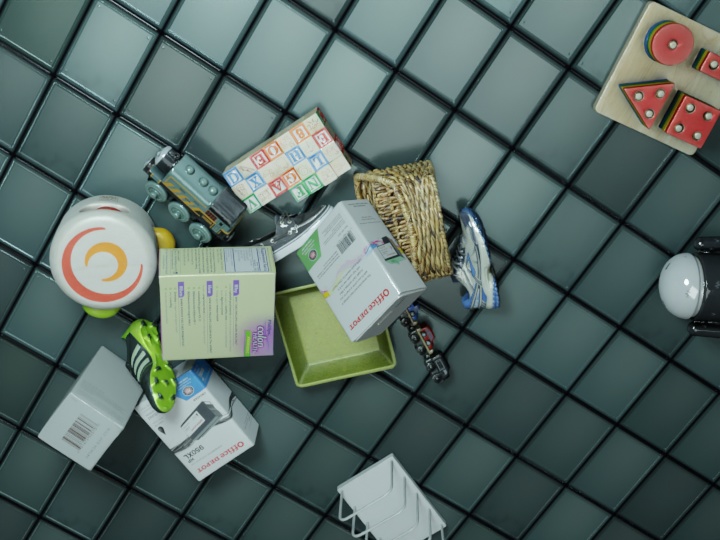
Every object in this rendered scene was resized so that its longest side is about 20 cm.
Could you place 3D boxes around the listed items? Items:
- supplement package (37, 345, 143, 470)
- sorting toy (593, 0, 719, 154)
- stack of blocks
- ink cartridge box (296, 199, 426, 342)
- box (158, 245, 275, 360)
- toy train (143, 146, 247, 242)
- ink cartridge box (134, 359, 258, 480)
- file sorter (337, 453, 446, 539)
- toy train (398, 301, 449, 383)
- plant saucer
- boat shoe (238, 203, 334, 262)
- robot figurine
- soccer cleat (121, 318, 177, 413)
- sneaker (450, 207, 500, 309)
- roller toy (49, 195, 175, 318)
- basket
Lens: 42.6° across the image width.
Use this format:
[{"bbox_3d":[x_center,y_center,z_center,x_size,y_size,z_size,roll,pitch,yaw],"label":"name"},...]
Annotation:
[{"bbox_3d":[-0.491,0.252,1.719,0.117,0.200,0.117,36,107,-11],"label":"supplement package"},{"bbox_3d":[0.532,-0.319,1.562,0.198,0.070,0.201,23,109,-7],"label":"sorting toy"},{"bbox_3d":[-0.127,-0.182,1.629,0.199,0.059,0.116,-31,107,11],"label":"stack of blocks"},{"bbox_3d":[0.000,0.000,1.600,0.145,0.084,0.201,-47,67,34],"label":"ink cartridge box"},{"bbox_3d":[-0.253,0.057,1.632,0.198,0.097,0.177,-2,121,-10],"label":"box"},{"bbox_3d":[-0.289,-0.133,1.617,0.200,0.085,0.114,44,143,-12],"label":"toy train"},{"bbox_3d":[-0.314,0.284,1.790,0.144,0.084,0.200,-34,107,12],"label":"ink cartridge box"},{"bbox_3d":[0.064,0.503,1.844,0.138,0.125,0.200,-33,107,13],"label":"file sorter"},{"bbox_3d":[0.117,0.125,1.745,0.046,0.034,0.201,-29,109,3],"label":"toy train"},{"bbox_3d":[-0.048,0.105,1.739,0.198,0.048,0.201,-12,109,6],"label":"plant saucer"},{"bbox_3d":[-0.138,-0.071,1.670,0.199,0.070,0.066,-31,108,20],"label":"boat shoe"},{"bbox_3d":[0.640,0.030,1.663,0.198,0.151,0.125,2,147,0],"label":"robot figurine"},{"bbox_3d":[-0.395,0.185,1.720,0.081,0.201,0.067,-39,146,26],"label":"soccer cleat"},{"bbox_3d":[0.197,-0.014,1.679,0.085,0.077,0.201,-12,109,10],"label":"sneaker"},{"bbox_3d":[-0.450,-0.038,1.645,0.200,0.140,0.183,-39,112,5],"label":"roller toy"},{"bbox_3d":[0.074,-0.076,1.620,0.148,0.143,0.201,-10,110,4],"label":"basket"}]
